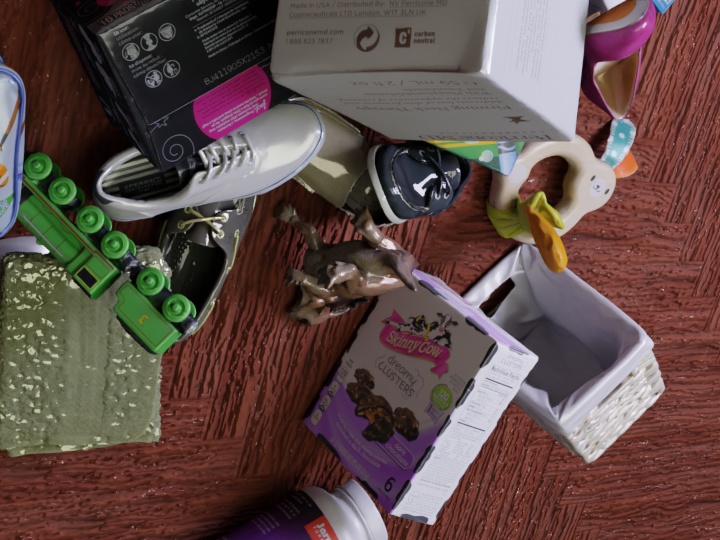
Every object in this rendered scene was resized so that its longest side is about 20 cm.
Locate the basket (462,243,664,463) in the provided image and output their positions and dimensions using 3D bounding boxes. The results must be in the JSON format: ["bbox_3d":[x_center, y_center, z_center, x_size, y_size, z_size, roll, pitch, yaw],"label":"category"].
[{"bbox_3d":[0.207,0.090,1.347,0.136,0.200,0.123,-43,137,-6],"label":"basket"}]

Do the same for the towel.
[{"bbox_3d":[-0.238,0.071,1.083,0.148,0.037,0.200,-3,119,-19],"label":"towel"}]

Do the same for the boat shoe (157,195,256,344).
[{"bbox_3d":[-0.137,-0.030,1.109,0.072,0.060,0.202,17,109,-8],"label":"boat shoe"}]

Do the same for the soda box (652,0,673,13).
[{"bbox_3d":[0.194,-0.292,0.991,0.068,0.064,0.200,-49,132,2],"label":"soda box"}]

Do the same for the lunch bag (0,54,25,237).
[{"bbox_3d":[-0.341,-0.096,0.928,0.200,0.076,0.161,-6,118,-30],"label":"lunch bag"}]

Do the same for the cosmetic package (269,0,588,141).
[{"bbox_3d":[0.060,-0.196,0.938,0.200,0.167,0.167,15,80,-62],"label":"cosmetic package"}]

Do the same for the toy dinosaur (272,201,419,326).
[{"bbox_3d":[0.000,0.000,1.179,0.135,0.200,0.086,30,68,-44],"label":"toy dinosaur"}]

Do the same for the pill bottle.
[{"bbox_3d":[-0.075,0.302,1.334,0.200,0.112,0.113,-29,130,-18],"label":"pill bottle"}]

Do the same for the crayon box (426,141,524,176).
[{"bbox_3d":[0.063,-0.179,1.112,0.200,0.052,0.126,21,102,-11],"label":"crayon box"}]

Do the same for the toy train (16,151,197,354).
[{"bbox_3d":[-0.210,-0.013,1.012,0.056,0.200,0.042,-45,173,-5],"label":"toy train"}]

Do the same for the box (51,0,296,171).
[{"bbox_3d":[-0.118,-0.196,0.997,0.200,0.115,0.132,-33,130,-16],"label":"box"}]

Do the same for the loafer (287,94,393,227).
[{"bbox_3d":[-0.023,-0.102,1.151,0.200,0.068,0.076,33,96,-43],"label":"loafer"}]

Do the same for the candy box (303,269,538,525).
[{"bbox_3d":[0.056,0.120,1.276,0.071,0.168,0.200,22,102,-43],"label":"candy box"}]

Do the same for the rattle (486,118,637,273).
[{"bbox_3d":[0.241,-0.082,1.309,0.200,0.143,0.131,-10,104,-23],"label":"rattle"}]

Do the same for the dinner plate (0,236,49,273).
[{"bbox_3d":[-0.296,0.065,1.094,0.200,0.024,0.201,-17,125,-25],"label":"dinner plate"}]

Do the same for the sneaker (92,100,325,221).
[{"bbox_3d":[-0.121,-0.085,1.036,0.200,0.071,0.073,-22,94,-3],"label":"sneaker"}]

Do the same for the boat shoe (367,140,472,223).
[{"bbox_3d":[0.061,-0.086,1.154,0.066,0.075,0.199,-18,176,17],"label":"boat shoe"}]

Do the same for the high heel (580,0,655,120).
[{"bbox_3d":[0.216,-0.167,1.052,0.067,0.200,0.096,-30,97,-4],"label":"high heel"}]

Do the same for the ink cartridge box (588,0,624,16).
[{"bbox_3d":[0.176,-0.319,1.105,0.086,0.146,0.200,-44,133,-2],"label":"ink cartridge box"}]
